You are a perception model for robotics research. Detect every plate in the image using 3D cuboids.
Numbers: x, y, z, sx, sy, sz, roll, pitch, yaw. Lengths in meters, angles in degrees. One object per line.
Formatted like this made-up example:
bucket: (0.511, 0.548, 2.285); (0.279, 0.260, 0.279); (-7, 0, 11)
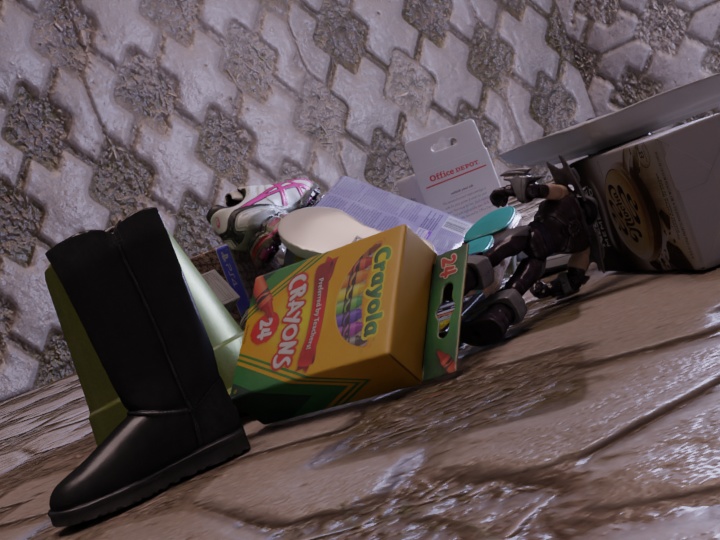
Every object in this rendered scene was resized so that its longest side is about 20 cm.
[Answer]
plate: (0.262, -0.146, 1.089); (0.199, 0.032, 0.199); (-21, 3, -17)

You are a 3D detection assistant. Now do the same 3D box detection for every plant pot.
plant pot: (-0.208, 0.057, 1.064); (0.199, 0.191, 0.200); (-29, 0, 0)

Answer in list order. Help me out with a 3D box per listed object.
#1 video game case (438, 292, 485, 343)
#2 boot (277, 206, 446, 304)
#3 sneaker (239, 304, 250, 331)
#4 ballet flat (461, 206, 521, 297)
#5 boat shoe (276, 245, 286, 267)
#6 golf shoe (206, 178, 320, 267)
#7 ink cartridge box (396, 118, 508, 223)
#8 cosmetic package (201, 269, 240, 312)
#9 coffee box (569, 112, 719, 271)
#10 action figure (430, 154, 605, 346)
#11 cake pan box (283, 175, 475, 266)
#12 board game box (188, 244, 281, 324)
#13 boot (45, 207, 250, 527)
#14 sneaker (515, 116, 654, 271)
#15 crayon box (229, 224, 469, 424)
video game case: (0.012, 0.076, 1.042); (0.199, 0.026, 0.181); (-19, 3, 19)
boot: (0.000, 0.000, 1.167); (0.199, 0.091, 0.073); (20, 51, 35)
sneaker: (-0.045, 0.039, 1.093); (0.199, 0.078, 0.085); (-18, 5, 31)
ballet flat: (0.147, -0.014, 1.255); (0.068, 0.068, 0.200); (-15, 14, 26)
boat shoe: (-0.048, 0.003, 1.438); (0.200, 0.069, 0.075); (25, -48, -38)
golf shoe: (-0.108, -0.077, 1.288); (0.073, 0.092, 0.200); (-58, -3, 24)
ink cartridge box: (0.126, -0.086, 1.467); (0.117, 0.201, 0.067); (-21, 3, -20)
cosmetic package: (-0.216, 0.091, 1.232); (0.082, 0.051, 0.200); (-22, -27, -52)
coffee box: (0.266, -0.063, 0.966); (0.080, 0.113, 0.200); (-21, 2, -8)
action figure: (0.145, -0.019, 0.962); (0.200, 0.130, 0.069); (-36, 11, -32)
cake pan box: (0.029, -0.034, 1.300); (0.183, 0.052, 0.200); (22, 30, 7)
board game box: (-0.185, 0.062, 1.331); (0.199, 0.160, 0.097); (-20, 4, 26)
boot: (-0.190, 0.070, 0.836); (0.164, 0.201, 0.066); (-22, 3, -29)
sneaker: (0.249, -0.089, 1.238); (0.202, 0.147, 0.077); (-22, 5, 0)
crayon box: (-0.010, 0.042, 0.902); (0.199, 0.051, 0.127); (-19, 46, 33)
